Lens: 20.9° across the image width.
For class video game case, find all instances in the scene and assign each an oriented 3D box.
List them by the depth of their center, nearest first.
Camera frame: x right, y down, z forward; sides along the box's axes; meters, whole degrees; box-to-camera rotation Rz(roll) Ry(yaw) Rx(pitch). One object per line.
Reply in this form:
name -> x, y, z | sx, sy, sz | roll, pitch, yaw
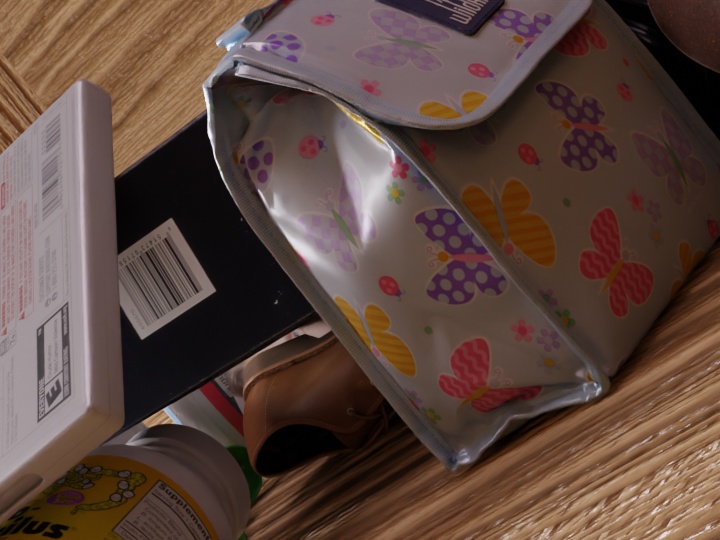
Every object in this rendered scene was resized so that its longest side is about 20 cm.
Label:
video game case -> -0.173, 0.035, 0.890 | 0.182, 0.023, 0.201 | -38, 41, 29

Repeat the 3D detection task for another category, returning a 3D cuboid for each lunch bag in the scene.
lunch bag -> 0.046, -0.051, 0.813 | 0.127, 0.200, 0.170 | -36, 6, 44

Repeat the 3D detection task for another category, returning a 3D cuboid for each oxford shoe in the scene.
oxford shoe -> 0.015, 0.055, 1.020 | 0.200, 0.071, 0.072 | -34, 38, 35

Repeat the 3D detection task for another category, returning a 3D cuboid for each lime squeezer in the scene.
lime squeezer -> -0.063, 0.125, 1.114 | 0.070, 0.038, 0.200 | -5, 16, 17

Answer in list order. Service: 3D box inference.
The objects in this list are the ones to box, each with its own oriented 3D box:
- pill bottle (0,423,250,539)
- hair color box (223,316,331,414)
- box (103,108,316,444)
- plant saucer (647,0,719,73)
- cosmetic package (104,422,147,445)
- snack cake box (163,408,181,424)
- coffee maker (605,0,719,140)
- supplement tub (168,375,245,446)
pill bottle -> -0.122, 0.146, 0.880 | 0.104, 0.104, 0.200 | -37, 5, 30
hair color box -> 0.000, 0.000, 1.092 | 0.199, 0.100, 0.060 | -27, 1, 32
box -> -0.046, -0.023, 0.962 | 0.200, 0.104, 0.182 | -32, 0, 36
plant saucer -> 0.212, -0.156, 0.814 | 0.199, 0.035, 0.201 | -15, 43, 14
cosmetic package -> -0.145, 0.143, 1.083 | 0.085, 0.108, 0.200 | -40, 3, 4
snack cake box -> -0.048, 0.051, 1.419 | 0.200, 0.067, 0.115 | -35, 8, 46
coffee maker -> 0.155, -0.153, 0.966 | 0.134, 0.193, 0.200 | -10, 28, 47
supplement tub -> -0.041, 0.016, 1.238 | 0.200, 0.141, 0.140 | -40, 5, 2
